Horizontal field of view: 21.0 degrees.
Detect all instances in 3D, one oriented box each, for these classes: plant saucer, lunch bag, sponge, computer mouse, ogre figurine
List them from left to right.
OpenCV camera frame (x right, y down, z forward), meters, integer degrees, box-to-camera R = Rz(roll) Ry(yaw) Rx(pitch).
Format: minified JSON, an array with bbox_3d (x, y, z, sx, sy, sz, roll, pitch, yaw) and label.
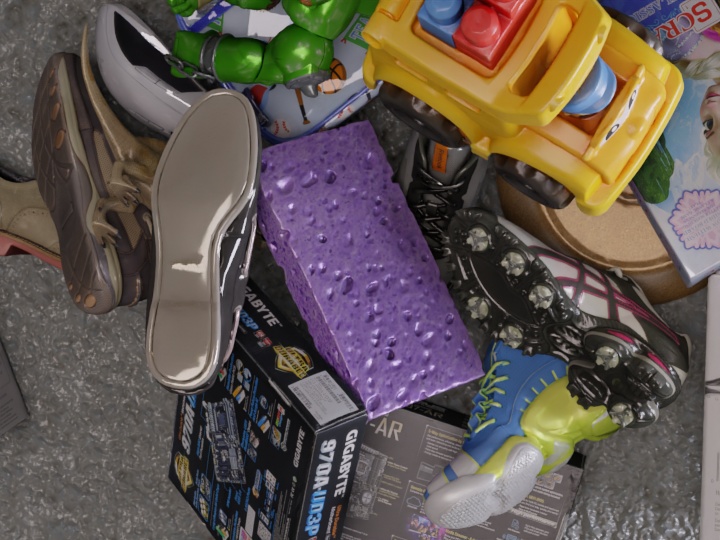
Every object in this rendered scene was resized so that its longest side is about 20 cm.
[{"bbox_3d":[-0.131,-0.108,1.401,0.044,0.110,0.200,-42,84,-19],"label":"computer mouse"},{"bbox_3d":[-0.046,-0.206,1.301,0.120,0.098,0.200,30,83,24],"label":"ogre figurine"},{"bbox_3d":[-0.030,-0.191,1.379,0.200,0.076,0.160,-35,90,11],"label":"lunch bag"},{"bbox_3d":[0.000,0.000,1.335,0.030,0.111,0.201,-32,80,51],"label":"sponge"},{"bbox_3d":[0.194,-0.070,1.383,0.199,0.035,0.201,1,99,8],"label":"plant saucer"}]

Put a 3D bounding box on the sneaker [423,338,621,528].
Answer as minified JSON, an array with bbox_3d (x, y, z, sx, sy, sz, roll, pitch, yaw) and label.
[{"bbox_3d":[0.101,0.102,1.373,0.105,0.200,0.076,50,144,21],"label":"sneaker"}]

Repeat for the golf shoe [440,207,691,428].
[{"bbox_3d":[0.143,0.024,1.361,0.200,0.088,0.077,42,132,4],"label":"golf shoe"}]

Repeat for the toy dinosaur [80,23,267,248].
[{"bbox_3d":[-0.151,-0.065,1.345,0.058,0.101,0.200,-32,110,34],"label":"toy dinosaur"}]

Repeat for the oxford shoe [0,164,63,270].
[{"bbox_3d":[-0.207,-0.037,1.433,0.199,0.070,0.075,14,96,5],"label":"oxford shoe"}]

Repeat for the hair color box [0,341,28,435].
[{"bbox_3d":[-0.323,0.036,1.445,0.060,0.100,0.201,-18,96,12],"label":"hair color box"}]

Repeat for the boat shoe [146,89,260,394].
[{"bbox_3d":[-0.105,-0.018,1.283,0.067,0.057,0.201,8,83,6],"label":"boat shoe"}]

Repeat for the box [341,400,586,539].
[{"bbox_3d":[0.049,0.183,1.442,0.199,0.044,0.161,17,101,5],"label":"box"}]

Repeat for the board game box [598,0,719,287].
[{"bbox_3d":[0.260,-0.124,1.324,0.200,0.041,0.200,-30,80,3],"label":"board game box"}]

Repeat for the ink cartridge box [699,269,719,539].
[{"bbox_3d":[0.318,0.098,1.347,0.146,0.084,0.201,6,100,29],"label":"ink cartridge box"}]

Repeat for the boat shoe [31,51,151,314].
[{"bbox_3d":[-0.185,-0.062,1.393,0.073,0.074,0.201,-3,69,-31],"label":"boat shoe"}]

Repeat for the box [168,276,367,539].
[{"bbox_3d":[-0.070,0.124,1.364,0.159,0.046,0.200,46,142,35],"label":"box"}]

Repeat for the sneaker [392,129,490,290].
[{"bbox_3d":[0.053,-0.062,1.383,0.074,0.079,0.201,17,106,5],"label":"sneaker"}]

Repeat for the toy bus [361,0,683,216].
[{"bbox_3d":[0.102,-0.141,1.230,0.200,0.192,0.136,32,85,8],"label":"toy bus"}]
